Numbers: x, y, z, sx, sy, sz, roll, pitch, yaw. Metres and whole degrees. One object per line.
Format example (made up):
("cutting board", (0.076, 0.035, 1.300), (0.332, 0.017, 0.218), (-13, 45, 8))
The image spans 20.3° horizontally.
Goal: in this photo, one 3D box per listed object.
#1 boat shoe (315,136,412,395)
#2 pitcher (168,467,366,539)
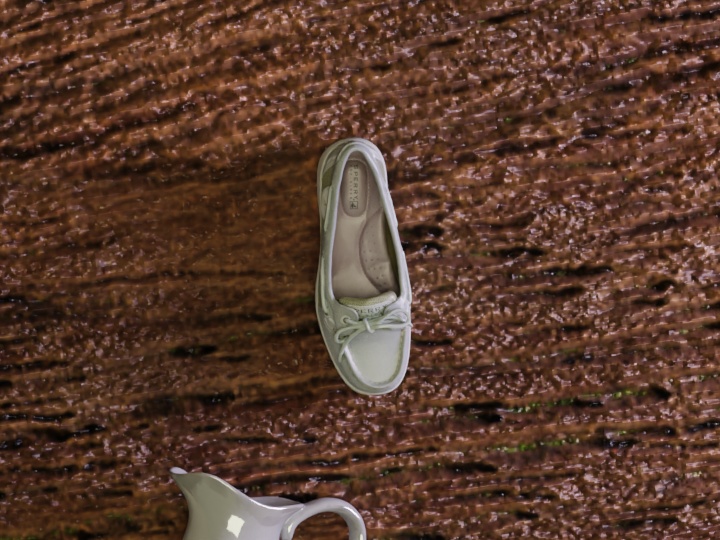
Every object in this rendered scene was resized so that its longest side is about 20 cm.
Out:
("boat shoe", (0.002, -0.001, 1.551), (0.074, 0.065, 0.203), (-3, 97, -3))
("pitcher", (-0.085, 0.265, 1.558), (0.171, 0.121, 0.201), (12, 84, -20))
